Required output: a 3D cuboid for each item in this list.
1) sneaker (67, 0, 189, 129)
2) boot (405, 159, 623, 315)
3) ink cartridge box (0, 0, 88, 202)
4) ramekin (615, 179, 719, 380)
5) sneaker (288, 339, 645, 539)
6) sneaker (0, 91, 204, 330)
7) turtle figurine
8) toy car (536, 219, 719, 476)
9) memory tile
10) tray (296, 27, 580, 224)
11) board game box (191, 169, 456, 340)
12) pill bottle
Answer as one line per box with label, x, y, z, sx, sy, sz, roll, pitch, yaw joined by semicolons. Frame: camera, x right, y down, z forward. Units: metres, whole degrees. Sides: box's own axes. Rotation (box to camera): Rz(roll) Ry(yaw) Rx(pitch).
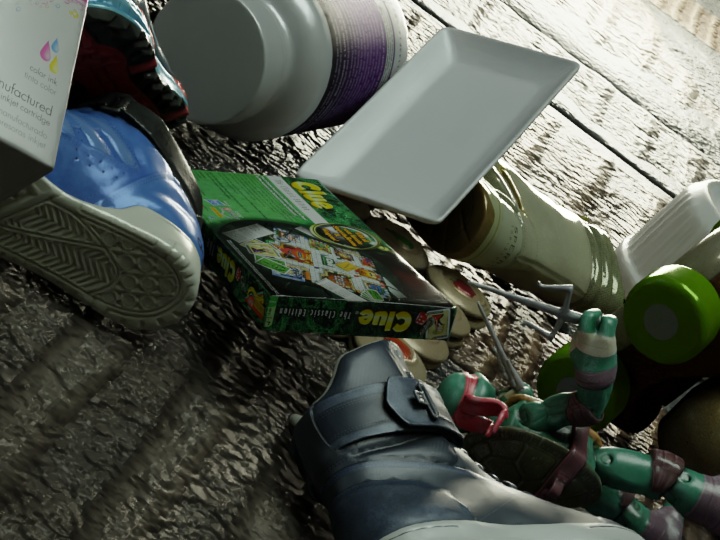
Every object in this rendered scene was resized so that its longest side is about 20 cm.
sneaker;-0.135;-0.132;1.104;0.200;0.078;0.097;99;-15;-73
boot;0.088;-0.047;1.414;0.154;0.072;0.200;26;19;-35
ink cartridge box;-0.184;-0.141;0.934;0.117;0.067;0.202;28;52;-33
ramekin;0.295;0.017;1.569;0.201;0.094;0.203;32;22;-14
sneaker;0.053;0.106;1.031;0.201;0.077;0.147;14;33;-43
sneaker;-0.162;-0.059;1.034;0.199;0.077;0.112;33;24;-15
turtle figurine;0.109;0.088;1.139;0.199;0.101;0.150;33;-20;-13
toy car;0.236;0.086;1.286;0.201;0.158;0.164;52;35;6
memory tile;0.000;0.000;1.252;0.153;0.017;0.200;39;22;6
tray;0.053;-0.091;1.336;0.107;0.022;0.200;19;43;24
board game box;-0.036;-0.012;1.102;0.104;0.024;0.200;2;20;-23
pill bottle;-0.054;-0.141;1.326;0.111;0.112;0.200;41;21;12
